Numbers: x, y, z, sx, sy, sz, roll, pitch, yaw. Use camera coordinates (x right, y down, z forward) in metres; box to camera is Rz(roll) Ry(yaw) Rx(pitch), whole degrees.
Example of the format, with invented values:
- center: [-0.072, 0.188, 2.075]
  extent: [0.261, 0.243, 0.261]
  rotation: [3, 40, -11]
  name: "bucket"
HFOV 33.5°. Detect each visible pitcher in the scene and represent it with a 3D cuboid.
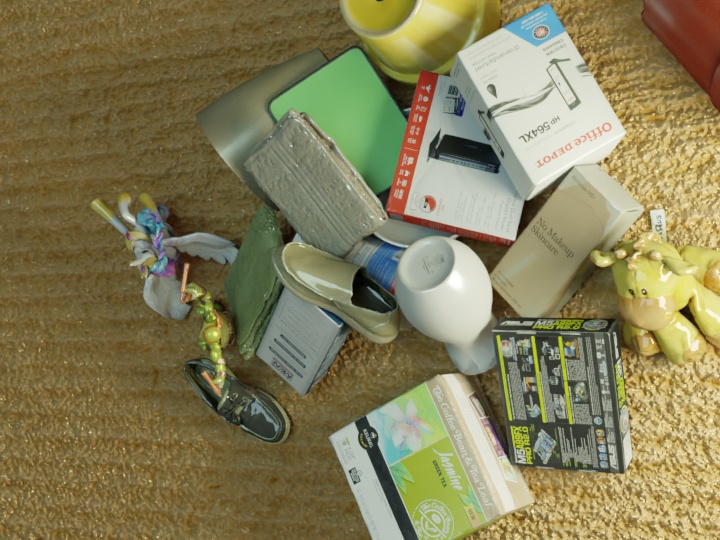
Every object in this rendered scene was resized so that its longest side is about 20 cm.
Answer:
- center: [0.113, 0.023, 1.577]
  extent: [0.120, 0.200, 0.173]
  rotation: [-28, 52, 8]
  name: "pitcher"

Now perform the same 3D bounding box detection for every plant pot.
- center: [0.068, -0.362, 1.636]
  extent: [0.198, 0.188, 0.204]
  rotation: [-2, 87, 29]
  name: "plant pot"
- center: [0.454, -0.297, 1.433]
  extent: [0.201, 0.200, 0.196]
  rotation: [-49, 59, 18]
  name: "plant pot"
- center: [-0.107, -0.224, 1.745]
  extent: [0.200, 0.187, 0.188]
  rotation: [-41, 70, 7]
  name: "plant pot"

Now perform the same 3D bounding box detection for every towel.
- center: [-0.063, -0.112, 1.620]
  extent: [0.201, 0.034, 0.132]
  rotation: [52, 128, 1]
  name: "towel"
- center: [-0.152, 0.017, 1.768]
  extent: [0.201, 0.036, 0.149]
  rotation: [-63, 35, 38]
  name: "towel"

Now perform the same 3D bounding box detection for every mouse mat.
- center: [-0.016, -0.192, 1.654]
  extent: [0.160, 0.008, 0.201]
  rotation: [-32, 83, 0]
  name: "mouse mat"

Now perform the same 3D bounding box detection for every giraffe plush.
- center: [0.368, 0.016, 1.471]
  extent: [0.171, 0.162, 0.202]
  rotation: [-25, 77, 25]
  name: "giraffe plush"

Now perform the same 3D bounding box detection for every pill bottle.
- center: [0.000, 0.000, 1.701]
  extent: [0.198, 0.112, 0.114]
  rotation: [23, 99, 28]
  name: "pill bottle"

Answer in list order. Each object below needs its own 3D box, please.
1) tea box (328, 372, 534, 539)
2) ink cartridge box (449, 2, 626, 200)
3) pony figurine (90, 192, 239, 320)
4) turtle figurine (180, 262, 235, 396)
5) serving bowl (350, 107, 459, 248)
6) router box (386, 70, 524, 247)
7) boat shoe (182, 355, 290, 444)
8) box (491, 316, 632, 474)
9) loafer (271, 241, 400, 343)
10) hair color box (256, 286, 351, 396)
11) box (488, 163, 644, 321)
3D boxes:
- center: [0.097, 0.270, 1.625]
  extent: [0.196, 0.133, 0.202]
  rotation: [-32, 74, 23]
  name: "tea box"
- center: [0.228, -0.216, 1.544]
  extent: [0.145, 0.084, 0.202]
  rotation: [-29, 82, -7]
  name: "ink cartridge box"
- center: [-0.309, -0.032, 1.845]
  extent: [0.167, 0.192, 0.201]
  rotation: [-49, 49, 14]
  name: "pony figurine"
- center: [-0.222, 0.079, 1.783]
  extent: [0.064, 0.161, 0.203]
  rotation: [-16, 96, -5]
  name: "turtle figurine"
- center: [0.083, -0.122, 1.672]
  extent: [0.197, 0.066, 0.203]
  rotation: [-2, 78, 8]
  name: "serving bowl"
- center: [0.143, -0.151, 1.607]
  extent: [0.177, 0.049, 0.203]
  rotation: [13, 80, 6]
  name: "router box"
- center: [-0.195, 0.200, 1.824]
  extent: [0.200, 0.066, 0.072]
  rotation: [36, 105, 25]
  name: "boat shoe"
- center: [0.262, 0.161, 1.549]
  extent: [0.158, 0.044, 0.203]
  rotation: [-1, 111, 29]
  name: "box"
- center: [-0.025, 0.017, 1.592]
  extent: [0.199, 0.076, 0.069]
  rotation: [31, 138, 0]
  name: "loafer"
- center: [-0.075, 0.084, 1.700]
  extent: [0.100, 0.060, 0.201]
  rotation: [41, 142, 10]
  name: "hair color box"
- center: [0.266, -0.034, 1.559]
  extent: [0.095, 0.077, 0.201]
  rotation: [46, 119, 21]
  name: "box"
